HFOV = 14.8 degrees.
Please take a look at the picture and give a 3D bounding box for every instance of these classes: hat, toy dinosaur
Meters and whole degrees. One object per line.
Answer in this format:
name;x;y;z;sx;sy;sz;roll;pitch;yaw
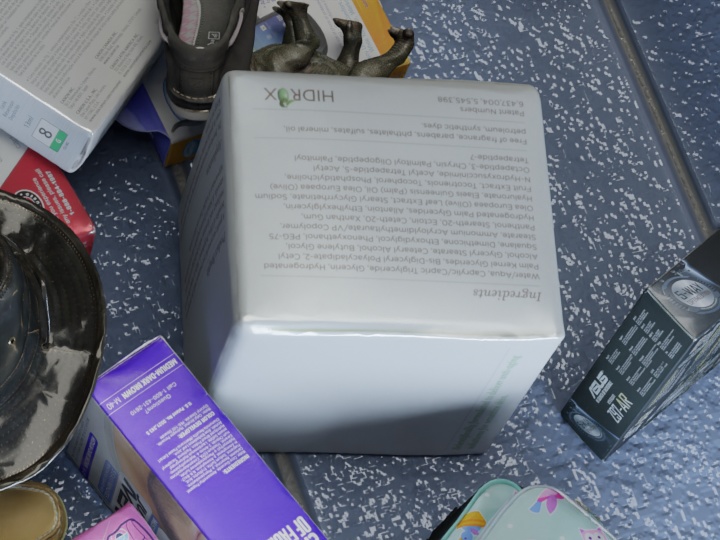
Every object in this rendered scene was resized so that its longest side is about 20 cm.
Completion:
hat;-0.236;0.027;1.572;0.201;0.081;0.201;2;67;-5
toy dinosaur;-0.022;-0.113;1.768;0.200;0.077;0.102;13;88;-20

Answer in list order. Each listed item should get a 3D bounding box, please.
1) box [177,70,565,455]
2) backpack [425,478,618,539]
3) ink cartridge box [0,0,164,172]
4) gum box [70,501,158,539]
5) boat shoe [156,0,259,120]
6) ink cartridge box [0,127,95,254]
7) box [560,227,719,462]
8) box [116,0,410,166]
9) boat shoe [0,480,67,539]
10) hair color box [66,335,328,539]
box;0.000;0.000;1.675;0.200;0.199;0.171;2;65;-12
backpack;0.108;0.237;1.619;0.200;0.153;0.176;42;58;0
ink cartridge box;-0.220;-0.170;1.713;0.200;0.050;0.161;32;45;-2
gum box;-0.127;0.251;1.601;0.113;0.066;0.200;-31;76;-22
boat shoe;-0.093;-0.180;1.710;0.067;0.057;0.200;-2;48;0
ink cartridge box;-0.285;-0.027;1.688;0.200;0.083;0.147;-26;74;-23
box;0.216;0.023;1.714;0.160;0.200;0.044;-38;78;-24
box;-0.082;-0.148;1.818;0.200;0.041;0.119;-20;71;-18
boat shoe;-0.263;0.161;1.608;0.200;0.076;0.072;-17;70;-20
hair color box;-0.087;0.148;1.636;0.065;0.109;0.200;-36;77;-25
